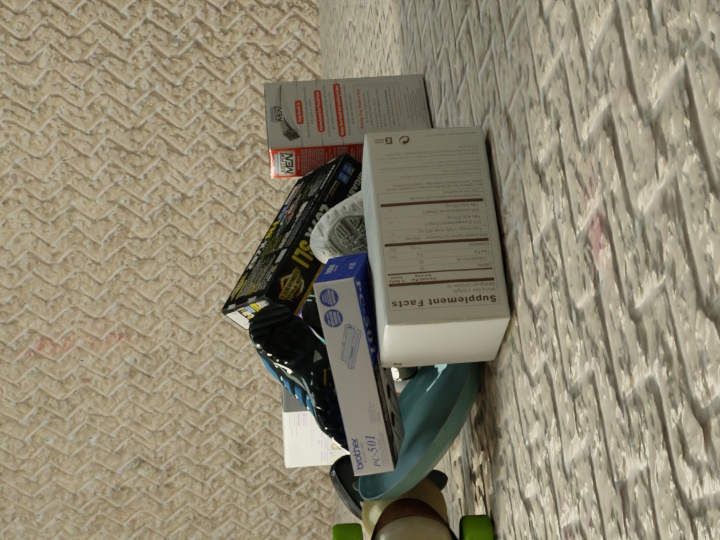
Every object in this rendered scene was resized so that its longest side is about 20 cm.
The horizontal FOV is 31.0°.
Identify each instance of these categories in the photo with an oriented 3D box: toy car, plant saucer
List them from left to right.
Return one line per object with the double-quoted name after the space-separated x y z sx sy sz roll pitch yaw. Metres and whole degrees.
0.049 0.284 1.412 0.200 0.164 0.158 -99 8 -63 "toy car"
0.066 0.160 1.357 0.200 0.027 0.200 -52 11 15 "plant saucer"

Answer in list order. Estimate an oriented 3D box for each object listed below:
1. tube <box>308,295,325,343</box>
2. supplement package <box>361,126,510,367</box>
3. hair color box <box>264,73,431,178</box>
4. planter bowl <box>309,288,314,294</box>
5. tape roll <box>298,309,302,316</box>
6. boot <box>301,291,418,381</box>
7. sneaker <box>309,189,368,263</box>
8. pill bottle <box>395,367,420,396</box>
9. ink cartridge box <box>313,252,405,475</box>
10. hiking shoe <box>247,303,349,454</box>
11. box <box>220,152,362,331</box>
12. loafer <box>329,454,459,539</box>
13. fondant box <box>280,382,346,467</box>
-0.029 0.117 1.556 0.077 0.050 0.200 -139 42 -66 "tube"
0.067 -0.021 1.237 0.117 0.117 0.200 96 170 -67 "supplement package"
-0.017 -0.179 1.606 0.064 0.200 0.111 94 171 -55 "hair color box"
0.039 -0.008 1.474 0.083 0.200 0.200 54 -173 -21 "planter bowl"
0.000 0.000 1.649 0.200 0.085 0.200 -57 5 8 "tape roll"
0.042 0.078 1.395 0.068 0.200 0.131 -67 -30 -23 "boot"
0.035 -0.072 1.402 0.078 0.200 0.099 55 -160 -11 "sneaker"
0.052 0.137 1.544 0.112 0.112 0.200 -100 8 -53 "pill bottle"
0.000 0.091 1.281 0.094 0.044 0.200 -62 -39 -72 "ink cartridge box"
-0.042 0.117 1.389 0.200 0.074 0.087 52 170 0 "hiking shoe"
-0.074 -0.031 1.504 0.200 0.049 0.160 -61 15 -19 "box"
0.045 0.281 1.510 0.201 0.068 0.070 39 158 19 "loafer"
-0.004 0.196 1.721 0.144 0.200 0.058 93 173 -52 "fondant box"
